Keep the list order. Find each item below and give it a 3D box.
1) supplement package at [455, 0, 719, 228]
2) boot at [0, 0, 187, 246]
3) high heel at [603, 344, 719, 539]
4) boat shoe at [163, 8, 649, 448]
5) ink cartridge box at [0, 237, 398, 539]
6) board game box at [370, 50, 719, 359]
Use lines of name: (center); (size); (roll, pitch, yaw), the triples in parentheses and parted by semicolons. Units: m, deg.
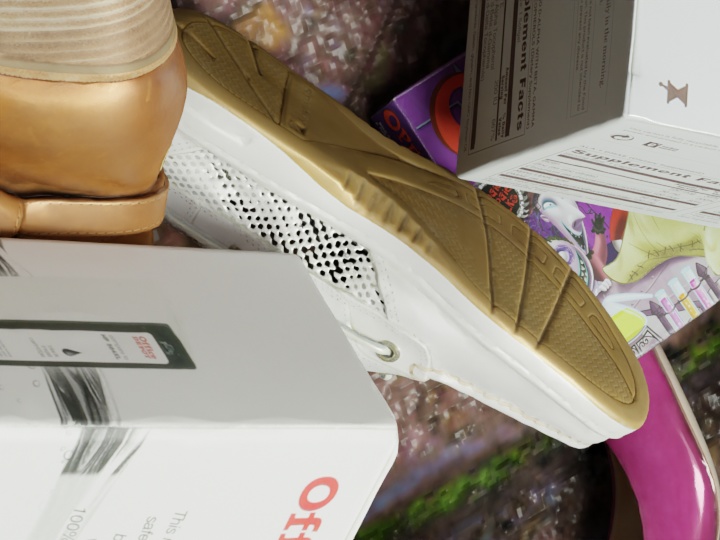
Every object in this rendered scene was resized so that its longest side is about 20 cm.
supplement package: (0.129, -0.122, 0.789); (0.155, 0.111, 0.201); (9, 80, -23)
boot: (-0.149, -0.044, 0.692); (0.199, 0.074, 0.155); (3, 134, 0)
high heel: (0.086, 0.102, 0.883); (0.096, 0.067, 0.201); (-19, 96, 2)
boat shoe: (0.000, 0.000, 0.780); (0.200, 0.071, 0.069); (36, 115, -8)
ink cartridge box: (-0.110, 0.069, 0.699); (0.199, 0.084, 0.146); (3, 129, -34)
board game box: (0.114, -0.055, 0.857); (0.200, 0.032, 0.120); (-34, 87, -22)
